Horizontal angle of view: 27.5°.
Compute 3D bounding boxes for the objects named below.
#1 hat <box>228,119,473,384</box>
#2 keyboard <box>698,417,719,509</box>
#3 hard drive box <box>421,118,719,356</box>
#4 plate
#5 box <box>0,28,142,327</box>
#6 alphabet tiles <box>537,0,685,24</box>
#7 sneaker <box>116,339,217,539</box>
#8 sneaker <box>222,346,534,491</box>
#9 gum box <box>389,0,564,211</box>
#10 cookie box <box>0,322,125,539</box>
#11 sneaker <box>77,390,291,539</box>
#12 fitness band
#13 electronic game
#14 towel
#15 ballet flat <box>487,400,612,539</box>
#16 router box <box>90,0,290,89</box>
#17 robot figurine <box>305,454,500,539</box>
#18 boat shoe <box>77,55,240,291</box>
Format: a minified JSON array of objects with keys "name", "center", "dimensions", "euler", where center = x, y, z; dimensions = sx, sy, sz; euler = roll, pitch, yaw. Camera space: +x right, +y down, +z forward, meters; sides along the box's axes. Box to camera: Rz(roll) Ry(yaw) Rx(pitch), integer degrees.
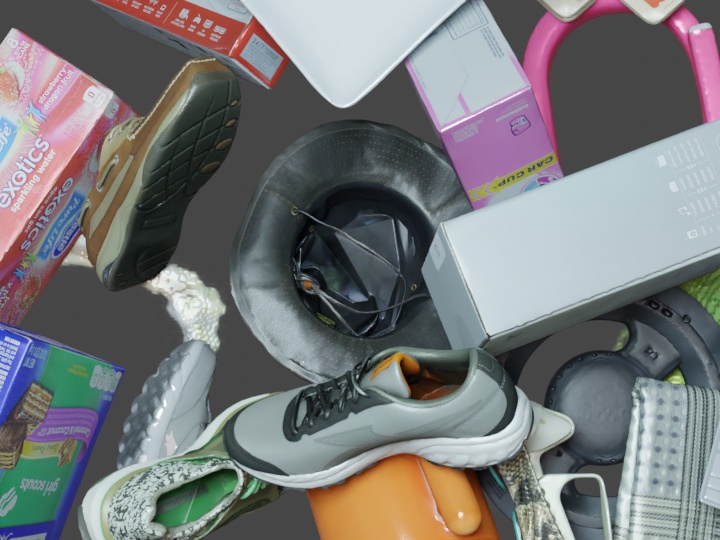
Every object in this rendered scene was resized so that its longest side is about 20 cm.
[{"name":"hat","center":[0.000,0.000,1.040],"dimensions":[0.200,0.081,0.201],"euler":[3,71,-9]},{"name":"keyboard","center":[0.274,0.076,0.978],"dimensions":[0.056,0.011,0.200],"euler":[24,60,0]},{"name":"hard drive box","center":[0.148,-0.014,0.932],"dimensions":[0.199,0.156,0.077],"euler":[-21,81,-6]},{"name":"plate","center":[0.000,-0.235,0.966],"dimensions":[0.200,0.032,0.200],"euler":[-41,79,0]},{"name":"box","center":[-0.261,-0.062,1.095],"dimensions":[0.102,0.095,0.200],"euler":[32,86,13]},{"name":"alphabet tiles","center":[0.190,-0.275,1.081],"dimensions":[0.200,0.015,0.196],"euler":[-41,67,-6]},{"name":"sneaker","center":[-0.132,0.150,1.061],"dimensions":[0.082,0.075,0.201],"euler":[19,77,-22]},{"name":"sneaker","center":[0.003,0.083,0.917],"dimensions":[0.200,0.079,0.074],"euler":[-11,43,20]},{"name":"gum box","center":[0.067,-0.138,1.007],"dimensions":[0.066,0.114,0.200],"euler":[-25,50,5]},{"name":"cookie box","center":[-0.259,0.140,1.021],"dimensions":[0.075,0.171,0.201],"euler":[20,85,16]},{"name":"sneaker","center":[-0.087,0.141,0.994],"dimensions":[0.200,0.089,0.077],"euler":[-29,99,-34]},{"name":"fitness band","center":[0.191,-0.111,1.056],"dimensions":[0.143,0.037,0.201],"euler":[-9,78,8]},{"name":"electronic game","center":[0.167,0.095,1.020],"dimensions":[0.199,0.042,0.201],"euler":[0,84,2]},{"name":"towel","center":[0.261,0.183,0.977],"dimensions":[0.192,0.035,0.201],"euler":[9,80,-8]},{"name":"ballet flat","center":[0.119,0.141,0.957],"dimensions":[0.075,0.068,0.200],"euler":[-24,79,11]},{"name":"router box","center":[-0.089,-0.241,1.073],"dimensions":[0.200,0.049,0.180],"euler":[28,85,45]},{"name":"robot figurine","center":[0.031,0.173,0.984],"dimensions":[0.144,0.117,0.200],"euler":[-30,61,20]},{"name":"boat shoe","center":[-0.155,-0.074,1.054],"dimensions":[0.074,0.076,0.200],"euler":[48,125,22]}]
